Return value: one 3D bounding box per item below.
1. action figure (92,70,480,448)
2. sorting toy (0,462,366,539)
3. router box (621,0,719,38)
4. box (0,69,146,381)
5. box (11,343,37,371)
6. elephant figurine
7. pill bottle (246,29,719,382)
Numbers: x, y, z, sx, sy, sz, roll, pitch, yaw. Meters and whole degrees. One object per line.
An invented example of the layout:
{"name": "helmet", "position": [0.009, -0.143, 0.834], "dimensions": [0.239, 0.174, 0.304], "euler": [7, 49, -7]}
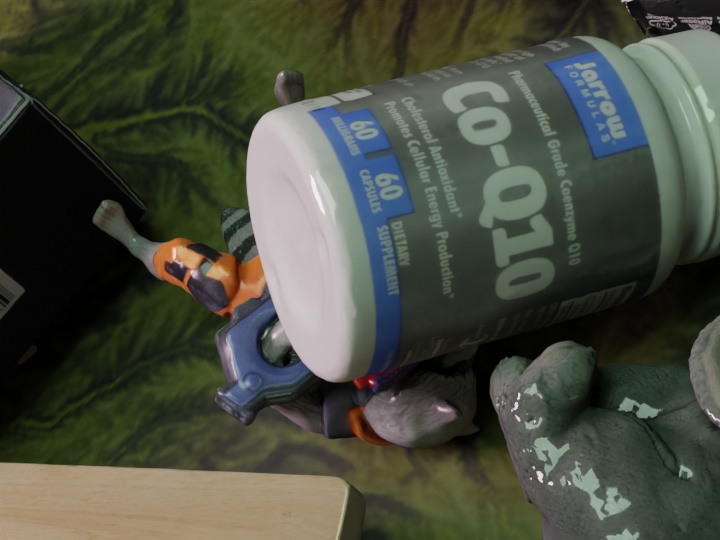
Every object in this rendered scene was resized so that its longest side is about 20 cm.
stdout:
{"name": "action figure", "position": [0.000, 0.000, 1.039], "dimensions": [0.199, 0.105, 0.194], "euler": [-29, 60, -17]}
{"name": "sorting toy", "position": [-0.094, 0.192, 0.990], "dimensions": [0.198, 0.070, 0.200], "euler": [0, 66, 29]}
{"name": "router box", "position": [0.213, -0.190, 1.011], "dimensions": [0.149, 0.062, 0.202], "euler": [6, 70, 30]}
{"name": "box", "position": [-0.249, -0.028, 1.112], "dimensions": [0.200, 0.124, 0.196], "euler": [-49, 56, -4]}
{"name": "box", "position": [-0.269, 0.057, 1.177], "dimensions": [0.200, 0.032, 0.121], "euler": [-40, 54, 7]}
{"name": "elephant figurine", "position": [0.159, 0.059, 0.889], "dimensions": [0.198, 0.142, 0.156], "euler": [-20, 87, 1]}
{"name": "pill bottle", "position": [0.063, -0.032, 0.940], "dimensions": [0.198, 0.114, 0.114], "euler": [-15, 53, -18]}
